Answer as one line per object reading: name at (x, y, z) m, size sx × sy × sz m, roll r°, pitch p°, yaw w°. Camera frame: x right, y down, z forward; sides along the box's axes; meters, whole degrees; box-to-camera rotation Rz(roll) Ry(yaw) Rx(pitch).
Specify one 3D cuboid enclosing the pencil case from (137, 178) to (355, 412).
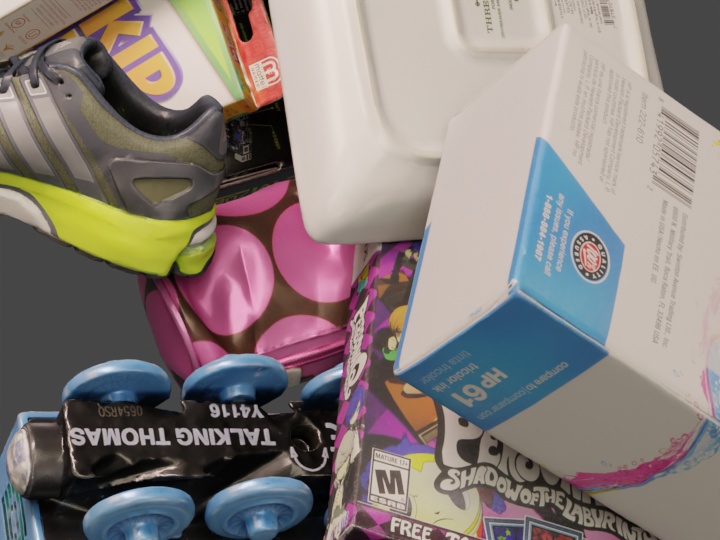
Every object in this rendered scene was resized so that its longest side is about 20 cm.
pencil case at (0.000, 0.000, 1.088) m, size 0.199 × 0.091 × 0.094 m, roll -21°, pitch 43°, yaw -12°

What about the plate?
plate at (0.053, -0.114, 1.039) m, size 0.199 × 0.032 × 0.201 m, roll -2°, pitch 75°, yaw -30°

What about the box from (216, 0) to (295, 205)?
box at (-0.053, -0.137, 1.142) m, size 0.192 × 0.048 × 0.201 m, roll -18°, pitch 78°, yaw -11°

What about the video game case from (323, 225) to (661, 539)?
video game case at (0.087, 0.067, 1.004) m, size 0.199 × 0.036 × 0.182 m, roll 19°, pitch 49°, yaw -14°

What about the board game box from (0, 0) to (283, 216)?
board game box at (-0.137, -0.088, 1.085) m, size 0.199 × 0.030 × 0.096 m, roll -21°, pitch 77°, yaw 8°

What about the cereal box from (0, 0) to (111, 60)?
cereal box at (-0.149, -0.179, 1.078) m, size 0.199 × 0.040 × 0.144 m, roll -30°, pitch 64°, yaw 6°

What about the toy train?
toy train at (-0.059, 0.093, 1.015) m, size 0.199 × 0.114 × 0.087 m, roll 1°, pitch 57°, yaw -24°

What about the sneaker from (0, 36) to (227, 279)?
sneaker at (-0.146, -0.068, 1.014) m, size 0.199 × 0.074 × 0.081 m, roll 18°, pitch 113°, yaw -9°

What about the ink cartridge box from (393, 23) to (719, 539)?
ink cartridge box at (0.124, 0.021, 0.954) m, size 0.199 × 0.085 × 0.145 m, roll 32°, pitch 47°, yaw -19°
